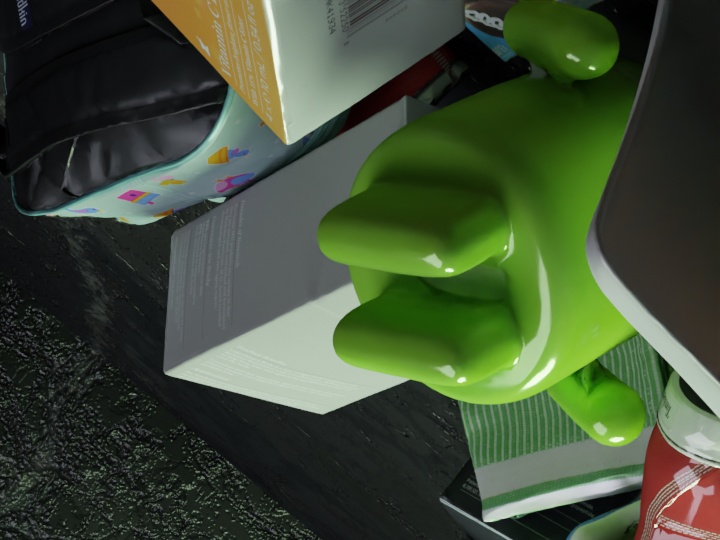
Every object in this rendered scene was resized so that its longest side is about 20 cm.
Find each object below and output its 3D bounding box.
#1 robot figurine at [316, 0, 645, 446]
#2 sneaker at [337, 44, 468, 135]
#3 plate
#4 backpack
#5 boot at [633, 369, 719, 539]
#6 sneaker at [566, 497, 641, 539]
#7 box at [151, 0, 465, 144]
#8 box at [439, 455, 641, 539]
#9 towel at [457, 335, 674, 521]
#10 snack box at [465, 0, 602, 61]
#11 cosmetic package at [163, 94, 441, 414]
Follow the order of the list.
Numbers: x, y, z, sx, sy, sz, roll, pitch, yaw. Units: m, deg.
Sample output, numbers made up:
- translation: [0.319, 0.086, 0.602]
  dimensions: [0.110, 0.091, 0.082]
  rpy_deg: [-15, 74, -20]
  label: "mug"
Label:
- translation: [0.074, -0.019, 0.753]
  dimensions: [0.115, 0.199, 0.177]
  rpy_deg: [5, 111, 43]
  label: "robot figurine"
- translation: [-0.018, -0.110, 1.020]
  dimensions: [0.085, 0.077, 0.200]
  rpy_deg: [55, 159, -21]
  label: "sneaker"
- translation: [0.156, 0.000, 0.692]
  dimensions: [0.032, 0.201, 0.200]
  rpy_deg: [-28, 116, 38]
  label: "plate"
- translation: [-0.086, -0.119, 0.939]
  dimensions: [0.152, 0.177, 0.199]
  rpy_deg: [2, 168, -36]
  label: "backpack"
- translation: [0.207, 0.126, 0.766]
  dimensions: [0.198, 0.073, 0.145]
  rpy_deg: [13, 118, 6]
  label: "boot"
- translation: [0.183, 0.127, 0.832]
  dimensions: [0.199, 0.076, 0.077]
  rpy_deg: [-18, 153, 28]
  label: "sneaker"
- translation: [-0.056, -0.172, 0.767]
  dimensions: [0.200, 0.097, 0.125]
  rpy_deg: [47, 162, 28]
  label: "box"
- translation: [0.169, 0.123, 1.026]
  dimensions: [0.104, 0.183, 0.200]
  rpy_deg: [24, 160, 43]
  label: "box"
- translation: [0.087, 0.013, 0.904]
  dimensions: [0.152, 0.023, 0.202]
  rpy_deg: [-23, 79, 48]
  label: "towel"
- translation: [0.060, -0.155, 0.756]
  dimensions: [0.116, 0.037, 0.200]
  rpy_deg: [41, 165, -7]
  label: "snack box"
- translation: [0.000, 0.000, 0.896]
  dimensions: [0.106, 0.091, 0.199]
  rpy_deg: [19, 150, -35]
  label: "cosmetic package"
